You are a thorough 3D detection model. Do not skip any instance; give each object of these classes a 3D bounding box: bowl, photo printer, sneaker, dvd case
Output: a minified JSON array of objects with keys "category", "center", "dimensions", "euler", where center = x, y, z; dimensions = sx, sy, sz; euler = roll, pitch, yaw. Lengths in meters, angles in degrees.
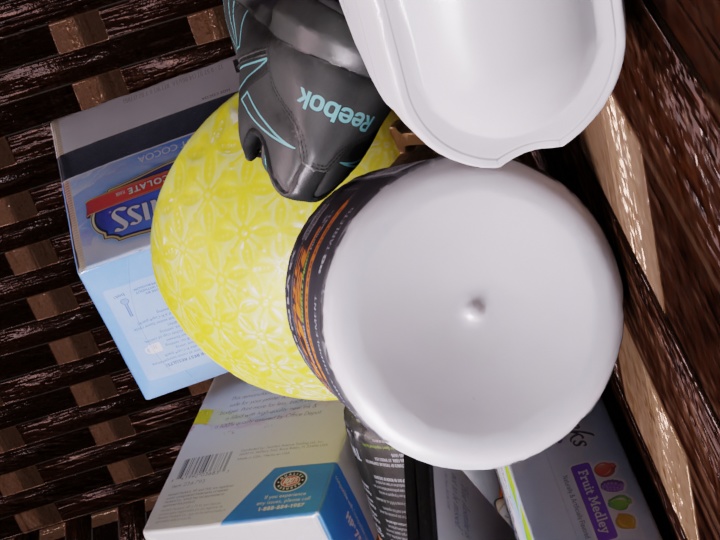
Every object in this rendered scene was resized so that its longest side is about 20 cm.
[{"category":"bowl","center":[0.000,0.000,0.826],"dimensions":[0.108,0.199,0.201],"euler":[-122,10,-45]},{"category":"photo printer","center":[0.010,-0.136,0.393],"dimensions":[0.167,0.069,0.201],"euler":[-106,-1,-45]},{"category":"sneaker","center":[-0.032,-0.083,0.697],"dimensions":[0.200,0.075,0.080],"euler":[-128,57,-75]},{"category":"dvd case","center":[0.087,0.181,0.762],"dimensions":[0.200,0.017,0.143],"euler":[50,-165,-19]}]

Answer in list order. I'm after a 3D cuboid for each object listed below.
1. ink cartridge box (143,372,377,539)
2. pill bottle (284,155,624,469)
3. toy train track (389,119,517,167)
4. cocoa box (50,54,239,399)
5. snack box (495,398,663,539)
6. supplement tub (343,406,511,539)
[{"category":"ink cartridge box","center":[-0.039,0.104,0.968],"dimensions":[0.068,0.115,0.201],"euler":[65,-152,-30]},{"category":"pill bottle","center":[0.026,0.011,0.626],"dimensions":[0.200,0.105,0.107],"euler":[-168,62,-83]},{"category":"toy train track","center":[0.061,-0.023,0.772],"dimensions":[0.115,0.032,0.201],"euler":[-51,-52,-40]},{"category":"cocoa box","center":[-0.067,-0.036,0.971],"dimensions":[0.134,0.198,0.132],"euler":[72,179,-49]},{"category":"snack box","center":[0.094,0.109,0.713],"dimensions":[0.201,0.052,0.143],"euler":[-105,0,-53]},{"category":"supplement tub","center":[0.072,0.148,0.906],"dimensions":[0.123,0.121,0.202],"euler":[-104,-3,-74]}]
